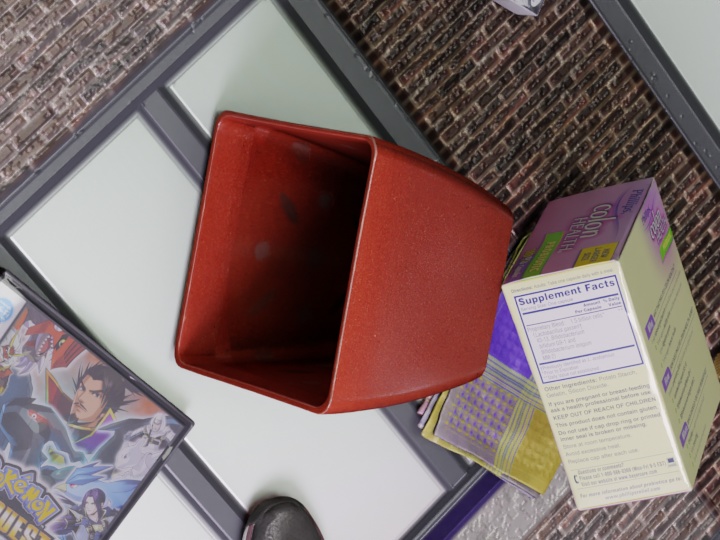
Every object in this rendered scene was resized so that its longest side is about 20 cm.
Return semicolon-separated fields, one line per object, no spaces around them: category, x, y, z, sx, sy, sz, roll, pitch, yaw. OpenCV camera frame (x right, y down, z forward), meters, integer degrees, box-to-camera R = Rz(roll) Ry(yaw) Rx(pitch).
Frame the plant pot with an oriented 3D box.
plant pot;0.000;0.000;1.727;0.176;0.200;0.201;9;93;-39

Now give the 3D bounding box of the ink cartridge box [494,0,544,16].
ink cartridge box;0.078;-0.289;1.801;0.200;0.039;0.100;27;86;-27

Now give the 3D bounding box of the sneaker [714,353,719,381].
sneaker;0.400;0.069;2.002;0.200;0.075;0.090;-32;118;-13

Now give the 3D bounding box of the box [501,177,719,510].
box;0.203;0.056;1.806;0.176;0.096;0.201;-55;129;-61

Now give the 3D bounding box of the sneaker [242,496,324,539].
sneaker;-0.034;0.281;1.784;0.075;0.115;0.201;-13;103;-24

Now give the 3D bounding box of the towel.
towel;0.144;0.079;1.897;0.143;0.023;0.200;34;82;-26

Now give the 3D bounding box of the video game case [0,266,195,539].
video game case;-0.250;0.128;1.704;0.200;0.025;0.181;41;78;-25
